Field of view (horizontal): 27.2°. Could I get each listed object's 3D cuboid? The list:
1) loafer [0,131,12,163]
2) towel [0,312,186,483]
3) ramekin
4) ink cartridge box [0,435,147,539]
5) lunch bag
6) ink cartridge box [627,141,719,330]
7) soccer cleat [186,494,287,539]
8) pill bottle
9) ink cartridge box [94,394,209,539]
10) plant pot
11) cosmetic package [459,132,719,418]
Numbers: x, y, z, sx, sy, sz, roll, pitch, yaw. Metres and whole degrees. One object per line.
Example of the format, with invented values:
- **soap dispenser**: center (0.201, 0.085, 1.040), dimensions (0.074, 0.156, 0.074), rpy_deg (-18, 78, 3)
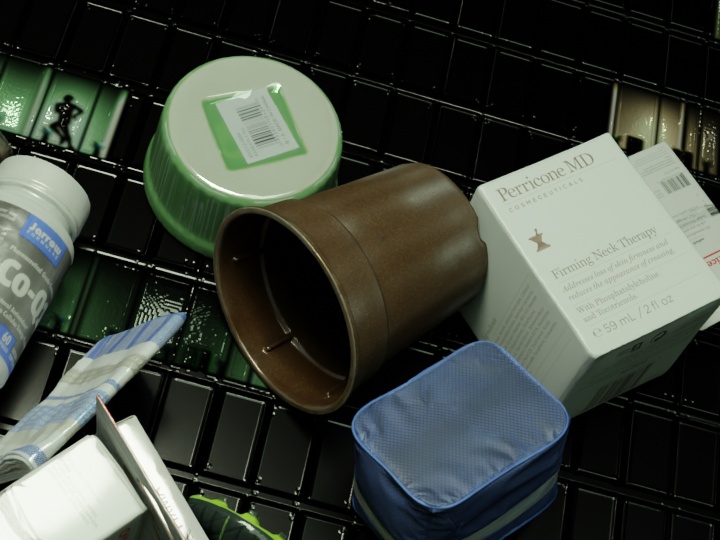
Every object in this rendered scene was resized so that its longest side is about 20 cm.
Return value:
- **loafer**: center (-0.401, -0.179, 1.458), dimensions (0.200, 0.072, 0.063), rpy_deg (43, 53, 15)
- **towel**: center (-0.247, 0.110, 1.283), dimensions (0.024, 0.147, 0.200), rpy_deg (52, 56, -13)
- **ramekin**: center (-0.112, -0.115, 1.472), dimensions (0.199, 0.098, 0.201), rpy_deg (6, 59, -10)
- **ink cartridge box**: center (-0.278, 0.237, 1.194), dimensions (0.200, 0.146, 0.085), rpy_deg (-35, 76, -28)
- **lunch bag**: center (0.092, 0.170, 1.338), dimensions (0.199, 0.133, 0.136), rpy_deg (-27, 53, -25)
- **ink cartridge box**: center (0.320, -0.023, 1.543), dimensions (0.116, 0.068, 0.201), rpy_deg (-23, 68, -25)
- **soccer cleat**: center (-0.081, 0.270, 1.276), dimensions (0.200, 0.068, 0.081), rpy_deg (37, 71, 8)
- **pill bottle**: center (-0.328, 0.001, 1.341), dimensions (0.113, 0.114, 0.201), rpy_deg (23, 58, 0)
- **ink cartridge box**: center (-0.157, 0.209, 1.223), dimensions (0.045, 0.176, 0.200), rpy_deg (-25, 69, -26)
- **plant pot**: center (0.000, 0.000, 1.386), dimensions (0.198, 0.201, 0.201), rpy_deg (-28, 69, -34)
- **cosmetic package**: center (0.206, 0.013, 1.436), dimensions (0.167, 0.167, 0.201), rpy_deg (-23, 67, -24)
